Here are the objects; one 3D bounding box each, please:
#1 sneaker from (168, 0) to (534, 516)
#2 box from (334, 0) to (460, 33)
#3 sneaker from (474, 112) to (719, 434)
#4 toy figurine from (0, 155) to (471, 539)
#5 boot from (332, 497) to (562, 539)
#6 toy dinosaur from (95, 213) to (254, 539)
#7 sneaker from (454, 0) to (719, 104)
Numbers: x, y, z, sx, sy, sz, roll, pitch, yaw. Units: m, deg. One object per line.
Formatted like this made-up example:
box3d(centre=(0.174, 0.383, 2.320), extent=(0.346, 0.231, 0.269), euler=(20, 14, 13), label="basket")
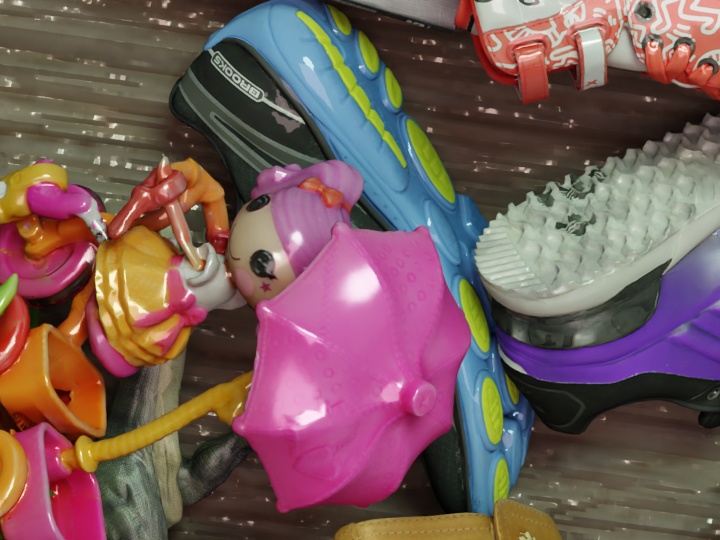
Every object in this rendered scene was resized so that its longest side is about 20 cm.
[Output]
box3d(centre=(0.000, 0.000, 1.010), extent=(0.082, 0.071, 0.200), euler=(-25, 102, 27), label="sneaker")
box3d(centre=(-0.015, -0.197, 0.962), extent=(0.157, 0.048, 0.201), euler=(15, 96, -1), label="box")
box3d(centre=(0.138, 0.000, 1.007), extent=(0.199, 0.070, 0.100), euler=(-19, 124, -10), label="sneaker")
box3d(centre=(-0.053, 0.022, 0.935), extent=(0.183, 0.201, 0.150), euler=(-16, 144, 18), label="toy figurine")
box3d(centre=(0.080, 0.151, 0.946), extent=(0.200, 0.145, 0.071), euler=(17, 142, -38), label="boot")
box3d(centre=(-0.069, 0.084, 1.028), extent=(0.088, 0.047, 0.201), euler=(19, 95, 4), label="toy dinosaur")
box3d(centre=(0.103, -0.077, 0.918), extent=(0.108, 0.067, 0.202), euler=(-42, 87, -2), label="sneaker")
